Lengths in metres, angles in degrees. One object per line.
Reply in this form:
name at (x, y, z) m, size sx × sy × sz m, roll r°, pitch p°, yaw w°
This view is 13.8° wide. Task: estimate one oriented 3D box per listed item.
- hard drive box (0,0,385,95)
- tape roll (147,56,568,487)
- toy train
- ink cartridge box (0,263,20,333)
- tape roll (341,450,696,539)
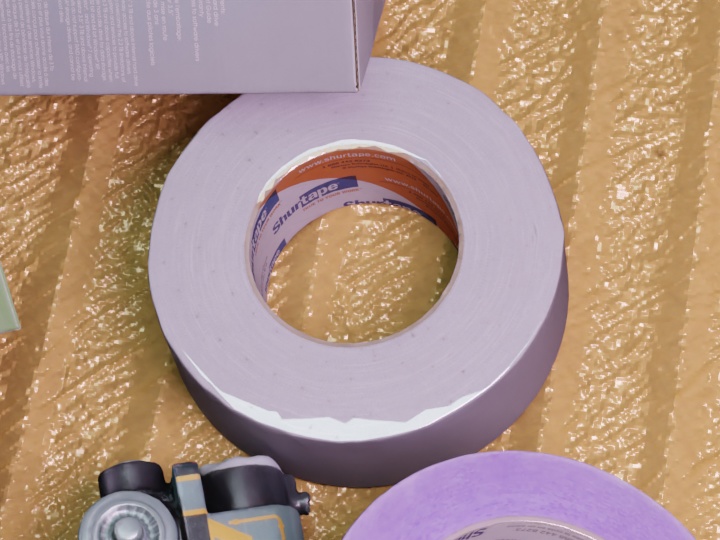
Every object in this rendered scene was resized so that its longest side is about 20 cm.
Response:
hard drive box at (-0.092, -0.147, 1.456) m, size 0.200 × 0.077 × 0.156 m, roll 0°, pitch 25°, yaw 6°
tape roll at (0.000, 0.000, 1.431) m, size 0.200 × 0.066 × 0.201 m, roll -2°, pitch 67°, yaw 5°
toy train at (-0.065, 0.177, 1.358) m, size 0.114 × 0.085 × 0.200 m, roll -7°, pitch 64°, yaw -10°
ink cartridge box at (-0.273, -0.002, 1.438) m, size 0.200 × 0.059 × 0.104 m, roll -14°, pitch 109°, yaw 1°
tape roll at (0.066, 0.186, 1.298) m, size 0.200 × 0.085 × 0.200 m, roll 6°, pitch 63°, yaw -12°
